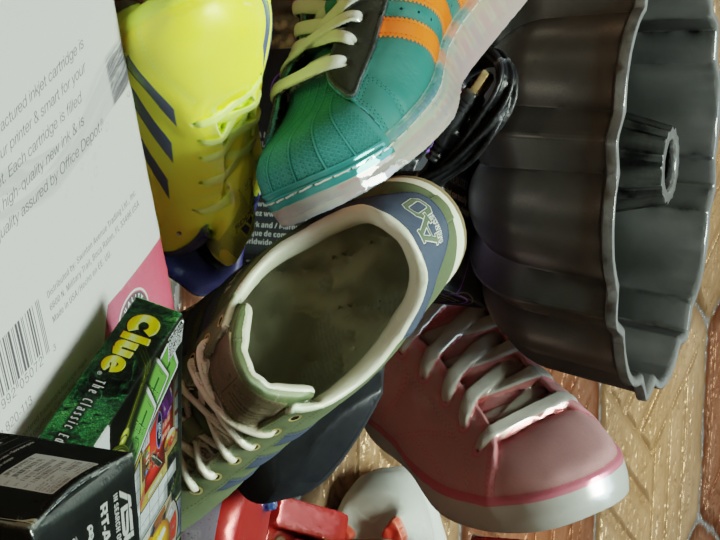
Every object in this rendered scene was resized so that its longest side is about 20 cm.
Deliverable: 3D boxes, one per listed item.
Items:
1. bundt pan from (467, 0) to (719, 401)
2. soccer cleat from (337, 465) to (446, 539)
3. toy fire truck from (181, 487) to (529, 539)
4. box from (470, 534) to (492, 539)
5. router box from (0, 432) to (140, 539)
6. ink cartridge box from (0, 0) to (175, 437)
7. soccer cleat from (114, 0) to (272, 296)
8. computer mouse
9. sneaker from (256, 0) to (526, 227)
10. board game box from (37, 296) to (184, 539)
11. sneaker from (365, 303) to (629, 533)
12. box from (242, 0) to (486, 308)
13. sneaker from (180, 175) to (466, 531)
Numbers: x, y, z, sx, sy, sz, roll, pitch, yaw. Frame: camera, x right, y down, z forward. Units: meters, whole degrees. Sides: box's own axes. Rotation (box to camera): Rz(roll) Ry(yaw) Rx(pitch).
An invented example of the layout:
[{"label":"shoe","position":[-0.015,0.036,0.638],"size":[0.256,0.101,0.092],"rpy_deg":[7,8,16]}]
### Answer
[{"label":"bundt pan","position":[0.099,-0.048,1.153],"size":[0.202,0.075,0.203],"rpy_deg":[5,90,-71]},{"label":"soccer cleat","position":[0.023,0.194,1.305],"size":[0.078,0.069,0.201],"rpy_deg":[-28,118,-66]},{"label":"toy fire truck","position":[-0.009,0.123,1.123],"size":[0.200,0.140,0.049],"rpy_deg":[30,68,-64]},{"label":"box","position":[0.056,0.248,1.243],"size":[0.201,0.050,0.158],"rpy_deg":[-65,151,-24]},{"label":"router box","position":[-0.140,0.147,0.824],"size":[0.062,0.149,0.201],"rpy_deg":[-36,128,-59]},{"label":"ink cartridge box","position":[-0.138,-0.027,0.872],"size":[0.147,0.082,0.201],"rpy_deg":[-53,142,-49]},{"label":"soccer cleat","position":[-0.056,-0.049,0.978],"size":[0.200,0.064,0.084],"rpy_deg":[109,-41,-71]},{"label":"computer mouse","position":[0.000,0.000,1.031],"size":[0.034,0.059,0.201],"rpy_deg":[25,94,-36]},{"label":"sneaker","position":[0.001,-0.094,0.993],"size":[0.080,0.071,0.200],"rpy_deg":[53,39,-18]},{"label":"board game box","position":[-0.092,0.115,0.925],"size":[0.201,0.023,0.105],"rpy_deg":[94,22,-45]},{"label":"sneaker","position":[0.044,0.044,1.206],"size":[0.075,0.200,0.105],"rpy_deg":[-23,114,-20]},{"label":"box","position":[0.000,-0.093,1.140],"size":[0.122,0.105,0.201],"rpy_deg":[23,73,-67]},{"label":"sneaker","position":[-0.046,0.037,0.971],"size":[0.067,0.200,0.090],"rpy_deg":[50,4,0]}]
